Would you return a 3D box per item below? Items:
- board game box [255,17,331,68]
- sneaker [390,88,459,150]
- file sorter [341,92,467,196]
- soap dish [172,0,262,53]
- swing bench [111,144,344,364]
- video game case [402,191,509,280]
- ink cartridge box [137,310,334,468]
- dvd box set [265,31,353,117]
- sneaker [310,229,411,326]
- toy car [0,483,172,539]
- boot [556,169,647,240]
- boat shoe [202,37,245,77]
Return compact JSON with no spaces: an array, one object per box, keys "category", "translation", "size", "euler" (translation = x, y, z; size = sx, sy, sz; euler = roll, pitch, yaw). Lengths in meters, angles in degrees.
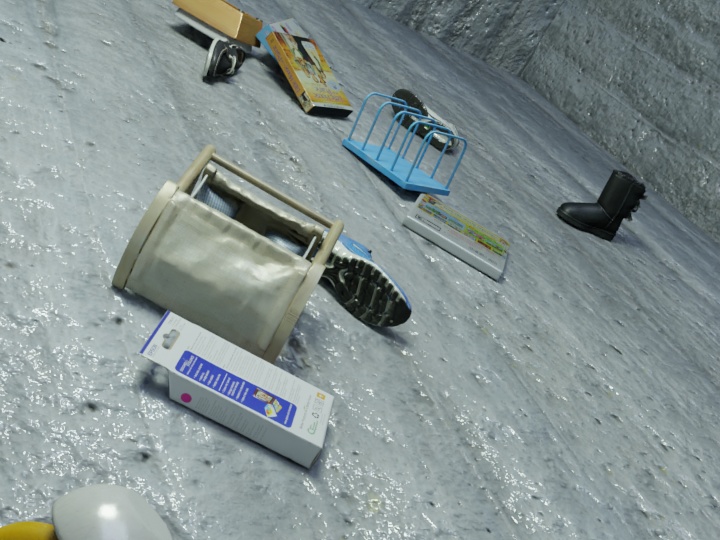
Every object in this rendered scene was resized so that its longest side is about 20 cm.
[{"category":"board game box","translation":[-0.150,-0.504,2.058],"size":[0.153,0.040,0.200],"euler":[51,22,-7]},{"category":"sneaker","translation":[0.163,-0.365,2.201],"size":[0.200,0.076,0.115],"euler":[44,17,12]},{"category":"file sorter","translation":[0.091,-0.252,1.769],"size":[0.138,0.123,0.200],"euler":[3,29,-46]},{"category":"soap dish","translation":[-0.301,-0.545,1.935],"size":[0.157,0.082,0.200],"euler":[31,11,3]},{"category":"swing bench","translation":[-0.144,-0.021,1.030],"size":[0.198,0.130,0.200],"euler":[29,23,-4]},{"category":"video game case","translation":[0.181,-0.067,1.654],"size":[0.199,0.023,0.182],"euler":[30,23,2]},{"category":"ink cartridge box","translation":[-0.123,0.117,0.894],"size":[0.199,0.037,0.095],"euler":[30,24,-7]},{"category":"dvd box set","translation":[-0.109,-0.422,1.930],"size":[0.146,0.029,0.201],"euler":[-6,63,-53]},{"category":"sneaker","translation":[0.000,0.000,1.227],"size":[0.200,0.079,0.089],"euler":[41,28,24]},{"category":"toy car","translation":[-0.152,0.238,0.496],"size":[0.200,0.175,0.150],"euler":[47,-8,36]},{"category":"boot","translation":[0.593,-0.172,2.180],"size":[0.197,0.163,0.074],"euler":[19,24,-25]},{"category":"boat shoe","translation":[-0.268,-0.415,1.768],"size":[0.060,0.074,0.200],"euler":[22,15,-7]}]
